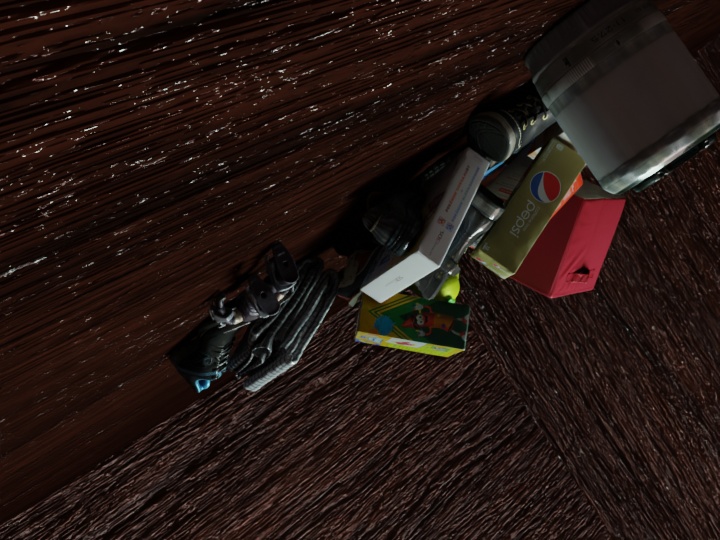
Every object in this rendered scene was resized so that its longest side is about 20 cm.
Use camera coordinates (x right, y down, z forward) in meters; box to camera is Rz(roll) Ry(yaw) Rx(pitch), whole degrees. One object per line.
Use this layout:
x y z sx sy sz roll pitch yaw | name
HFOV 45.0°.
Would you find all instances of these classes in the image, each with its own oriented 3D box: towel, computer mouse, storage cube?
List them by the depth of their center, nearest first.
0.046 -0.058 1.392 0.198 0.034 0.059 -9 158 22 | computer mouse
-0.131 0.084 1.415 0.165 0.085 0.201 -38 -163 52 | towel
0.339 -0.075 1.551 0.170 0.199 0.181 -7 118 -48 | storage cube

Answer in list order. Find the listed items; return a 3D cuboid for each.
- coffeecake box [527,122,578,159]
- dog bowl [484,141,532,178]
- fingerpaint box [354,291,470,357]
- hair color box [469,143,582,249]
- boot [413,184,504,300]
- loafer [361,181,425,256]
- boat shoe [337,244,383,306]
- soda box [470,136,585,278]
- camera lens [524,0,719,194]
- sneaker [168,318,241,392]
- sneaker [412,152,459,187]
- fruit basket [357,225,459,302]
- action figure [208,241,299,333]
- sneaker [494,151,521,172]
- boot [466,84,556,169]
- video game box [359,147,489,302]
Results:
0.342 -0.239 1.279 0.154 0.073 0.200 -62 -174 -11 | coffeecake box
0.241 -0.212 1.480 0.199 0.050 0.111 -35 176 12 | dog bowl
0.077 0.085 1.390 0.165 0.074 0.200 9 171 1 | fingerpaint box
0.256 -0.111 1.398 0.200 0.061 0.101 -44 -138 -19 | hair color box
0.133 -0.045 1.269 0.175 0.069 0.200 -55 -179 13 | boot
0.044 -0.090 1.203 0.073 0.072 0.200 -56 -172 17 | loafer
0.000 0.000 1.407 0.071 0.063 0.200 -42 176 -24 | boat shoe
0.242 -0.089 1.259 0.201 0.064 0.068 -56 179 -7 | soda box
0.302 -0.201 0.989 0.159 0.201 0.160 -34 176 -3 | camera lens
-0.230 0.125 1.391 0.073 0.082 0.200 -26 170 -45 | sneaker
0.100 -0.099 1.396 0.200 0.086 0.078 -36 176 33 | sneaker
0.110 -0.029 1.500 0.215 0.217 0.155 -35 176 16 | fruit basket
-0.135 0.029 1.166 0.130 0.070 0.200 -40 -177 -22 | action figure
0.298 -0.220 1.611 0.077 0.082 0.200 -30 174 -46 | sneaker
0.224 -0.210 1.180 0.150 0.073 0.200 -36 175 -1 | boot
0.088 -0.060 1.235 0.183 0.047 0.200 -59 -170 -25 | video game box
